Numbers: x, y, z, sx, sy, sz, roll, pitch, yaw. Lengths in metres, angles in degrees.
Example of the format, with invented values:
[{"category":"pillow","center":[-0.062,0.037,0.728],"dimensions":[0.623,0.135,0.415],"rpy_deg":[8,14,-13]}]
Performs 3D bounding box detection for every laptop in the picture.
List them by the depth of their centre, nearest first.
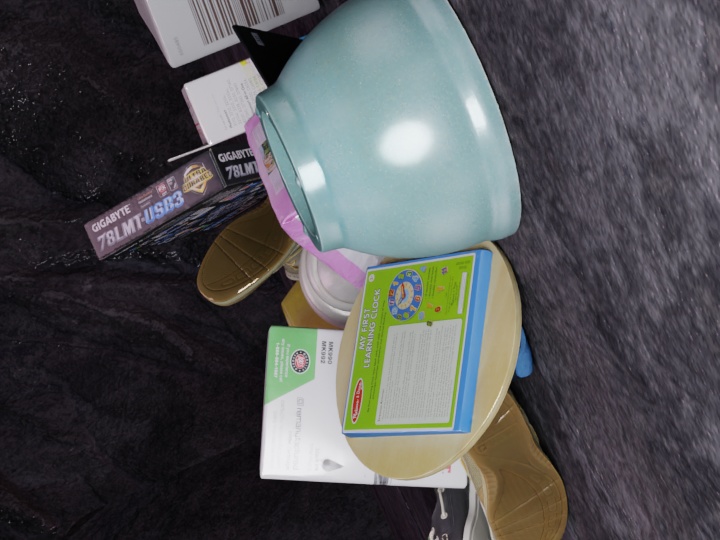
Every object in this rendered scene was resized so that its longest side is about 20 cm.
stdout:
[{"category":"laptop","center":[-0.018,-0.116,1.091],"dimensions":[0.178,0.103,0.201],"rpy_deg":[-119,9,-45]}]

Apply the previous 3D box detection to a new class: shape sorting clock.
[{"category":"shape sorting clock","center":[0.049,0.062,0.933],"dimensions":[0.039,0.200,0.200],"rpy_deg":[23,-154,-40]}]

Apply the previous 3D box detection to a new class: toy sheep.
[{"category":"toy sheep","center":[0.000,0.000,1.243],"dimensions":[0.200,0.137,0.139],"rpy_deg":[97,149,-83]}]

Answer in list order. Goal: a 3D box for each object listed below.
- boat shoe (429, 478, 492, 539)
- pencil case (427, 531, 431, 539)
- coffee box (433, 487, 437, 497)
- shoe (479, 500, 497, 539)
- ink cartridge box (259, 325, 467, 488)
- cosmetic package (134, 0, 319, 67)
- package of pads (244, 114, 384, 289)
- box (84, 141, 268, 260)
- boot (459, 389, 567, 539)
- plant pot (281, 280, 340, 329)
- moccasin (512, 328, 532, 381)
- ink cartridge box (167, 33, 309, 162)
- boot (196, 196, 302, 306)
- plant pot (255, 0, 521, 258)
[{"category":"boat shoe","center":[0.100,0.256,1.233],"dimensions":[0.201,0.060,0.074],"rpy_deg":[-83,-28,-42]},{"category":"pencil case","center":[0.144,0.389,1.576],"dimensions":[0.200,0.087,0.088],"rpy_deg":[-140,28,-77]},{"category":"coffee box","center":[0.108,0.245,1.462],"dimensions":[0.200,0.044,0.124],"rpy_deg":[84,167,-80]},{"category":"shoe","center":[0.136,0.212,1.176],"dimensions":[0.070,0.053,0.201],"rpy_deg":[-127,16,-63]},{"category":"ink cartridge box","center":[0.005,0.132,1.174],"dimensions":[0.084,0.198,0.147],"rpy_deg":[129,144,-82]},{"category":"cosmetic package","center":[-0.161,-0.334,1.220],"dimensions":[0.200,0.164,0.166],"rpy_deg":[-126,15,-57]},{"category":"package of pads","center":[-0.033,-0.078,1.128],"dimensions":[0.120,0.076,0.200],"rpy_deg":[41,-166,-33]},{"category":"box","center":[-0.167,-0.083,1.326],"dimensions":[0.198,0.199,0.050],"rpy_deg":[-23,-93,-58]},{"category":"boot","center":[0.112,0.142,1.074],"dimensions":[0.201,0.072,0.156],"rpy_deg":[62,-179,-29]},{"category":"plant pot","center":[-0.010,0.058,1.437],"dimensions":[0.200,0.141,0.201],"rpy_deg":[156,90,-83]},{"category":"moccasin","center":[0.074,0.030,1.001],"dimensions":[0.200,0.068,0.081],"rpy_deg":[-127,15,-64]},{"category":"ink cartridge box","center":[-0.117,-0.178,1.238],"dimensions":[0.115,0.199,0.068],"rpy_deg":[-154,41,-79]},{"category":"boot","center":[-0.087,-0.018,1.316],"dimensions":[0.072,0.200,0.155],"rpy_deg":[35,163,18]},{"category":"plant pot","center":[0.008,-0.091,0.846],"dimensions":[0.200,0.133,0.202],"rpy_deg":[156,90,-84]}]
